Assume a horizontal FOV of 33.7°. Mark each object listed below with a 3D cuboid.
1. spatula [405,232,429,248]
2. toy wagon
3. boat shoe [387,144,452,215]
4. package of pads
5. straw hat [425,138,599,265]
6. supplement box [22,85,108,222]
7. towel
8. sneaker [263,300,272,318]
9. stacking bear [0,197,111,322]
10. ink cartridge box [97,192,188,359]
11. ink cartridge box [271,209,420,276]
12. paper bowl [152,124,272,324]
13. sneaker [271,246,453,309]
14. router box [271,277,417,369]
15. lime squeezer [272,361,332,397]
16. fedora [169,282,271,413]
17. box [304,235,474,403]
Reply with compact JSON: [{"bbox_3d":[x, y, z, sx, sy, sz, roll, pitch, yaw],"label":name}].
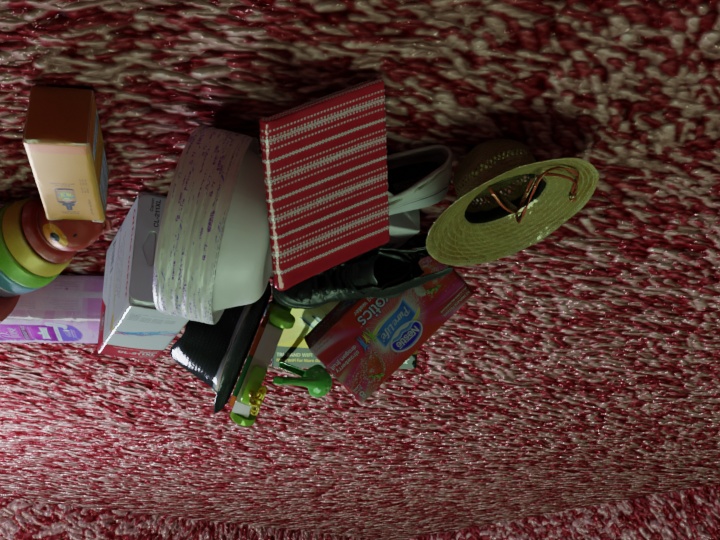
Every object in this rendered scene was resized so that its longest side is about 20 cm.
[{"bbox_3d":[0.132,-0.043,1.437,0.200,0.021,0.056,-6,166,-37],"label":"spatula"},{"bbox_3d":[-0.123,0.115,1.471,0.039,0.156,0.200,22,-161,-2],"label":"toy wagon"},{"bbox_3d":[0.011,-0.087,1.278,0.199,0.072,0.066,-15,148,-17],"label":"boat shoe"},{"bbox_3d":[-0.439,0.055,1.676,0.199,0.076,0.121,2,156,-7],"label":"package of pads"},{"bbox_3d":[0.151,-0.094,1.294,0.200,0.085,0.201,-17,154,-9],"label":"straw hat"},{"bbox_3d":[-0.305,-0.117,1.246,0.066,0.069,0.200,3,157,-7],"label":"supplement box"},{"bbox_3d":[-0.034,-0.084,1.182,0.144,0.022,0.200,-25,132,-28],"label":"towel"},{"bbox_3d":[-0.037,0.055,1.672,0.199,0.076,0.091,-4,-164,-2],"label":"sneaker"},{"bbox_3d":[-0.383,-0.036,1.399,0.200,0.114,0.122,-26,107,28],"label":"stacking bear"},{"bbox_3d":[-0.261,0.012,1.468,0.083,0.146,0.200,10,157,-20],"label":"ink cartridge box"},{"bbox_3d":[-0.026,-0.049,1.428,0.116,0.068,0.200,9,156,-26],"label":"ink cartridge box"},{"bbox_3d":[-0.139,-0.043,1.234,0.104,0.201,0.201,12,159,2],"label":"paper bowl"},{"bbox_3d":[0.000,0.003,1.378,0.199,0.060,0.104,-4,168,-11],"label":"sneaker"},{"bbox_3d":[-0.019,0.052,1.590,0.199,0.052,0.158,0,116,-5],"label":"router box"},{"bbox_3d":[-0.071,0.138,1.493,0.070,0.038,0.200,-4,-178,-2],"label":"lime squeezer"},{"bbox_3d":[-0.182,0.082,1.500,0.091,0.201,0.201,22,157,-3],"label":"fedora"},{"bbox_3d":[0.034,0.057,1.492,0.100,0.200,0.095,47,179,-9],"label":"box"}]
